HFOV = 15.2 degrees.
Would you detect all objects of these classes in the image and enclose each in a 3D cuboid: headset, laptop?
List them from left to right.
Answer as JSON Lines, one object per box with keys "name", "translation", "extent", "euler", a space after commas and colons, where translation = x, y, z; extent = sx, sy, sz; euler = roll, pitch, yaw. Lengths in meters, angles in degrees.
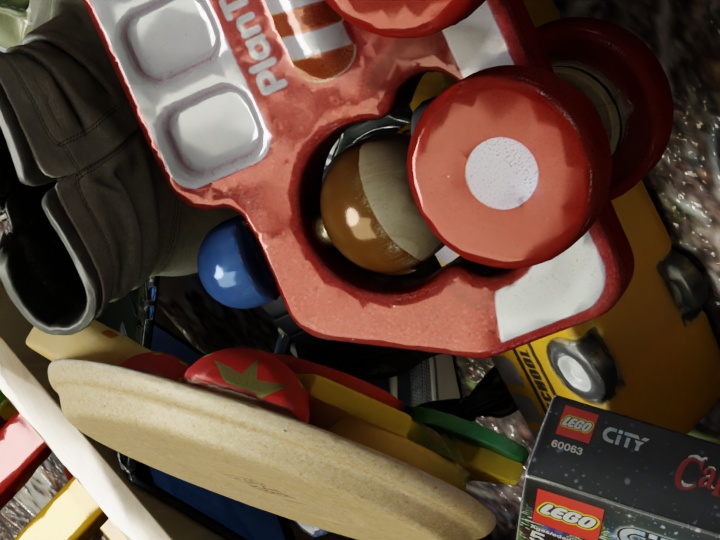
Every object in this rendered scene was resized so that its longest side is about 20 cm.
{"name": "laptop", "translation": [-0.080, 0.021, 1.294], "extent": [0.177, 0.103, 0.200], "euler": [-116, 30, -53]}
{"name": "headset", "translation": [0.000, 0.000, 1.103], "extent": [0.094, 0.124, 0.200], "euler": [-24, 129, 33]}

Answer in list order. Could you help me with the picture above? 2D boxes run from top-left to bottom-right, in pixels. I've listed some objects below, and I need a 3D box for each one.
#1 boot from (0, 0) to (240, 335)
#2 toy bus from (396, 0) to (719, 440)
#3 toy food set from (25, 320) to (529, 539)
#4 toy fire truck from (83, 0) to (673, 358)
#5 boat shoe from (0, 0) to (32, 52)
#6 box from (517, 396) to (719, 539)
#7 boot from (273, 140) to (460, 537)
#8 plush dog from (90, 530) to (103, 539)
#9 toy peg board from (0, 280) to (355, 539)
{"name": "boot", "translation": [-0.106, -0.081, 0.969], "extent": [0.068, 0.131, 0.200], "euler": [-26, 85, 33]}
{"name": "toy bus", "translation": [0.073, -0.013, 1.043], "extent": [0.078, 0.065, 0.200], "euler": [11, 137, 54]}
{"name": "toy food set", "translation": [-0.033, 0.067, 1.102], "extent": [0.198, 0.049, 0.200], "euler": [24, 168, -23]}
{"name": "toy fire truck", "translation": [0.003, -0.062, 0.922], "extent": [0.168, 0.112, 0.200], "euler": [-21, 98, 24]}
{"name": "boat shoe", "translation": [-0.118, -0.117, 1.129], "extent": [0.200, 0.072, 0.062], "euler": [19, 152, -35]}
{"name": "box", "translation": [0.158, 0.125, 1.032], "extent": [0.200, 0.038, 0.137], "euler": [17, 150, 10]}
{"name": "boot", "translation": [-0.010, 0.034, 1.205], "extent": [0.073, 0.090, 0.200], "euler": [28, 148, 36]}
{"name": "plush dog", "translation": [-0.078, 0.175, 1.498], "extent": [0.200, 0.160, 0.172], "euler": [-5, 112, 26]}
{"name": "toy peg board", "translation": [-0.128, 0.103, 1.342], "extent": [0.199, 0.098, 0.200], "euler": [48, -164, 13]}
